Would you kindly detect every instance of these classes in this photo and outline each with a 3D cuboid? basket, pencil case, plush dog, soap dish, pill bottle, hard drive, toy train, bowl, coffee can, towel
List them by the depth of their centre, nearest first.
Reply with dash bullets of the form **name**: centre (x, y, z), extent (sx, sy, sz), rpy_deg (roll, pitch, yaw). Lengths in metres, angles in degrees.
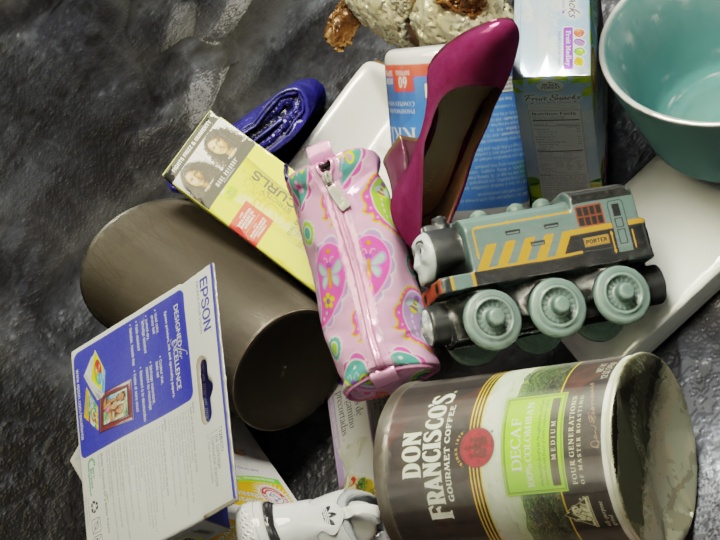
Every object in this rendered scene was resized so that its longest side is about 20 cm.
- **coffee can**: centre (0.130, 0.144, 1.526), extent (0.199, 0.146, 0.147), rpy_deg (-10, 57, 32)
- **toy train**: centre (0.134, 0.002, 1.568), extent (0.198, 0.085, 0.115), rpy_deg (-10, 77, -14)
- **bowl**: centre (0.291, -0.145, 1.599), extent (0.199, 0.105, 0.202), rpy_deg (-9, 45, 9)
- **pencil case**: centre (0.000, 0.000, 1.621), extent (0.087, 0.087, 0.201), rpy_deg (-22, 74, 24)
- **hard drive**: centre (0.232, -0.014, 1.636), extent (0.200, 0.026, 0.132), rpy_deg (-43, 45, 6)
- **pill bottle**: centre (0.081, -0.084, 1.681), extent (0.112, 0.112, 0.202), rpy_deg (0, 98, 37)
- **basket**: centre (-0.116, 0.040, 1.745), extent (0.200, 0.179, 0.137), rpy_deg (36, 111, 46)
- **plush dog**: centre (0.066, -0.233, 1.792), extent (0.171, 0.200, 0.161), rpy_deg (35, 85, 37)
- **soap dish**: centre (0.014, -0.074, 1.803), extent (0.157, 0.081, 0.201), rpy_deg (29, 82, 45)
- **towel**: centre (-0.095, -0.117, 1.868), extent (0.147, 0.050, 0.200), rpy_deg (-33, 5, 8)

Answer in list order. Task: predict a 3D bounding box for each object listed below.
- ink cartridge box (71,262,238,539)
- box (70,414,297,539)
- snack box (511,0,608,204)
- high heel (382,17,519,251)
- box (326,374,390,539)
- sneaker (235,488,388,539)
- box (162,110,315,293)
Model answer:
- **ink cartridge box**: centre (-0.153, 0.123, 1.633), extent (0.199, 0.047, 0.199), rpy_deg (-29, 59, 39)
- **box**: centre (-0.145, 0.184, 1.719), extent (0.113, 0.101, 0.200), rpy_deg (-60, 42, 18)
- **snack box**: centre (0.163, -0.163, 1.661), extent (0.067, 0.200, 0.170), rpy_deg (-3, 59, 11)
- **high heel**: centre (0.078, -0.098, 1.550), extent (0.200, 0.067, 0.097), rpy_deg (120, 141, -48)
- **box**: centre (0.006, 0.166, 1.680), extent (0.039, 0.041, 0.201), rpy_deg (-27, 48, 23)
- **sneaker**: centre (-0.033, 0.233, 1.595), extent (0.114, 0.200, 0.076), rpy_deg (-10, 59, -4)
- **box**: centre (-0.067, -0.047, 1.718), extent (0.200, 0.050, 0.075), rpy_deg (38, 89, 18)
